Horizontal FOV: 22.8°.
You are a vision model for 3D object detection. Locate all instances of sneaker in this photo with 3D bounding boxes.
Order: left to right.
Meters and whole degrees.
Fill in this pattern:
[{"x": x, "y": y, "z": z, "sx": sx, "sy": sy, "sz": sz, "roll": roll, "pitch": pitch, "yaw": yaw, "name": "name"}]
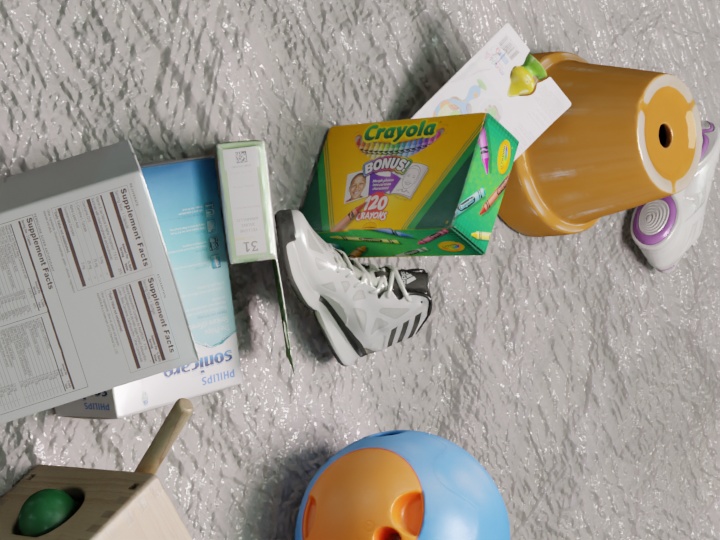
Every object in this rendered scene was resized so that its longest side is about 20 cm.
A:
[{"x": 0.000, "y": 0.000, "z": 1.653, "sx": 0.201, "sy": 0.115, "sz": 0.076, "roll": 60, "pitch": 14, "yaw": -45, "name": "sneaker"}, {"x": 0.379, "y": -0.089, "z": 2.134, "sx": 0.201, "sy": 0.075, "sz": 0.100, "roll": -61, "pitch": 143, "yaw": -23, "name": "sneaker"}]

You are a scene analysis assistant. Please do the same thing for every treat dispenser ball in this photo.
[{"x": 0.038, "y": 0.249, "z": 1.650, "sx": 0.200, "sy": 0.200, "sz": 0.202, "roll": 2, "pitch": 87, "yaw": -47, "name": "treat dispenser ball"}]

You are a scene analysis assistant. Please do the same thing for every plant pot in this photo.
[{"x": 0.254, "y": -0.139, "z": 1.906, "sx": 0.200, "sy": 0.183, "sz": 0.201, "roll": 2, "pitch": 88, "yaw": -47, "name": "plant pot"}]

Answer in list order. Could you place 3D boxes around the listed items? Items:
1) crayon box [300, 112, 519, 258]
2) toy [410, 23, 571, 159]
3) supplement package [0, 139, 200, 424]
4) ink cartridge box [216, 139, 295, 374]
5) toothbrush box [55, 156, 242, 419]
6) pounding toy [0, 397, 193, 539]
[{"x": 0.042, "y": -0.077, "z": 1.664, "sx": 0.058, "sy": 0.199, "sz": 0.119, "roll": 37, "pitch": 63, "yaw": -41, "name": "crayon box"}, {"x": 0.107, "y": -0.145, "z": 1.822, "sx": 0.200, "sy": 0.047, "sz": 0.115, "roll": -43, "pitch": 113, "yaw": -3, "name": "toy"}, {"x": -0.241, "y": 0.012, "z": 1.331, "sx": 0.199, "sy": 0.152, "sz": 0.151, "roll": -18, "pitch": 105, "yaw": -7, "name": "supplement package"}, {"x": -0.093, "y": -0.014, "z": 1.566, "sx": 0.048, "sy": 0.146, "sz": 0.201, "roll": -6, "pitch": 94, "yaw": -4, "name": "ink cartridge box"}, {"x": -0.188, "y": 0.013, "z": 1.499, "sx": 0.146, "sy": 0.085, "sz": 0.201, "roll": -15, "pitch": 99, "yaw": -47, "name": "toothbrush box"}, {"x": -0.195, "y": 0.219, "z": 1.413, "sx": 0.142, "sy": 0.184, "sz": 0.201, "roll": -44, "pitch": 120, "yaw": -38, "name": "pounding toy"}]
